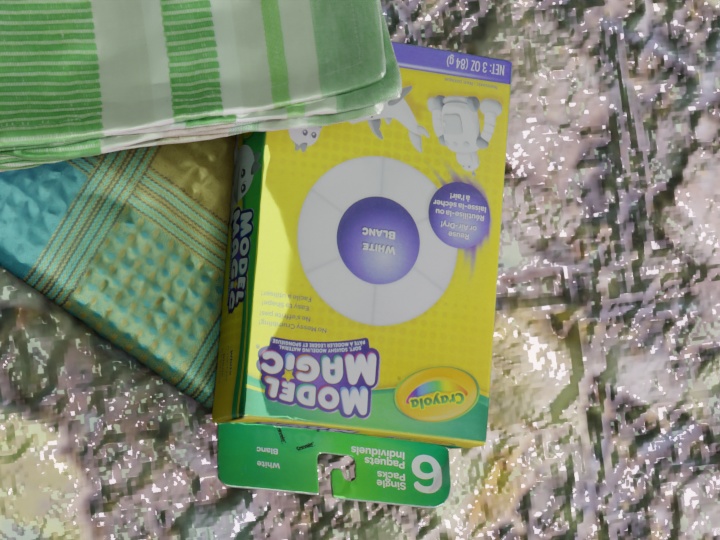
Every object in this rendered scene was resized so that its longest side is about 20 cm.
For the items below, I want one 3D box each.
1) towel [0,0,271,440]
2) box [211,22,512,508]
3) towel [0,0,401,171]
[{"bbox_3d":[-0.087,-0.039,1.214,0.200,0.022,0.147,37,73,-13],"label":"towel"},{"bbox_3d":[0.000,0.000,1.208,0.117,0.048,0.200,7,82,-19],"label":"box"},{"bbox_3d":[-0.092,-0.122,1.179,0.200,0.023,0.153,-9,70,-3],"label":"towel"}]
